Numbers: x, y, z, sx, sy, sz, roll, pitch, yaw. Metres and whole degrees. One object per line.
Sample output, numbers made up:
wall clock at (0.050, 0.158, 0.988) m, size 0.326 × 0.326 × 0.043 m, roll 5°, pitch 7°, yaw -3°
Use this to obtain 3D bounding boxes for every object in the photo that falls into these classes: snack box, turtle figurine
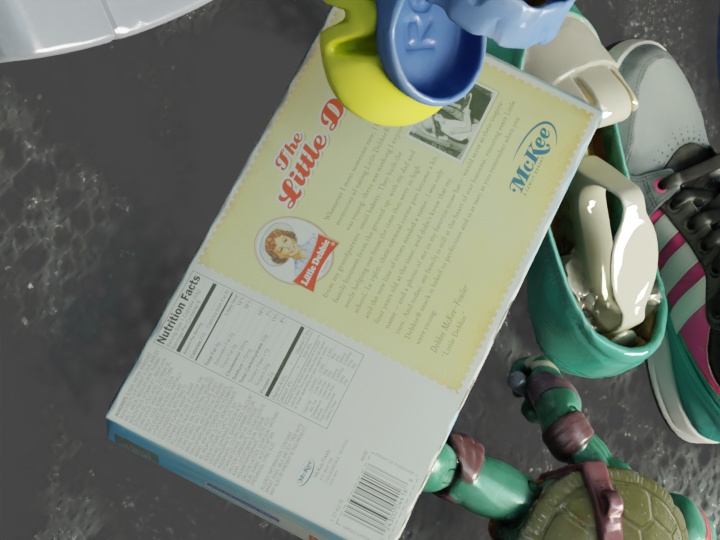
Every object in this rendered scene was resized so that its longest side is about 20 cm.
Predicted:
snack box at (0.000, 0.000, 0.702) m, size 0.116 × 0.037 × 0.200 m, roll 27°, pitch 71°, yaw 4°
turtle figurine at (0.078, 0.108, 0.769) m, size 0.199 × 0.101 × 0.150 m, roll 8°, pitch 78°, yaw -30°

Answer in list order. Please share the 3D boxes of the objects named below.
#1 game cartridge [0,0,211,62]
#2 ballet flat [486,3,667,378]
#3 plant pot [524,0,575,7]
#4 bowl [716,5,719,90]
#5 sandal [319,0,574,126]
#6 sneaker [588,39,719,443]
game cartridge at (-0.069, -0.155, 0.603) m, size 0.200 × 0.040 × 0.134 m, roll -40°, pitch 125°, yaw -34°
ballet flat at (0.095, -0.049, 0.793) m, size 0.067 × 0.070 × 0.201 m, roll -23°, pitch 105°, yaw -35°
plant pot at (0.098, -0.210, 0.737) m, size 0.200 × 0.186 × 0.187 m, roll -25°, pitch 106°, yaw -45°
bowl at (0.256, -0.110, 0.940) m, size 0.200 × 0.039 × 0.202 m, roll -1°, pitch 92°, yaw -39°
sandal at (0.031, -0.149, 0.620) m, size 0.079 × 0.087 × 0.201 m, roll -18°, pitch 106°, yaw -40°
sneaker at (0.174, -0.010, 0.824) m, size 0.083 × 0.121 × 0.201 m, roll -29°, pitch 108°, yaw -34°
